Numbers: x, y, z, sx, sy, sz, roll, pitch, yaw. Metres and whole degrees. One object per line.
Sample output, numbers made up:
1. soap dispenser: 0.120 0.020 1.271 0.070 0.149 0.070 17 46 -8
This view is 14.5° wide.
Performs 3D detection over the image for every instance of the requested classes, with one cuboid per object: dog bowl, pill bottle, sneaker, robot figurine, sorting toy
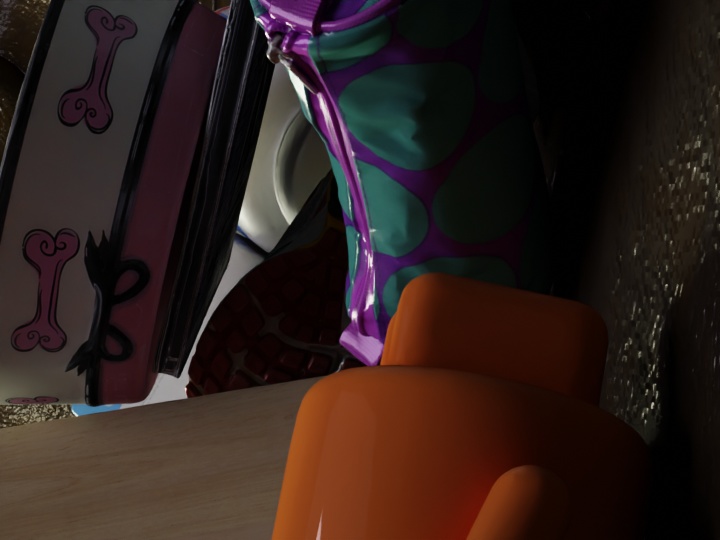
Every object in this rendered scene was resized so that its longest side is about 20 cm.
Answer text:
1. dog bowl: -0.106 -0.033 1.203 0.200 0.073 0.201 -166 90 -90
2. pill bottle: -0.025 -0.062 1.363 0.200 0.112 0.113 -143 56 -67
3. sneaker: 0.000 0.000 1.208 0.200 0.078 0.082 -52 0 13
4. robot figurine: 0.025 0.105 0.866 0.143 0.116 0.201 -5 68 47
5. sorting toy: -0.088 0.157 1.160 0.070 0.199 0.200 54 -147 -48

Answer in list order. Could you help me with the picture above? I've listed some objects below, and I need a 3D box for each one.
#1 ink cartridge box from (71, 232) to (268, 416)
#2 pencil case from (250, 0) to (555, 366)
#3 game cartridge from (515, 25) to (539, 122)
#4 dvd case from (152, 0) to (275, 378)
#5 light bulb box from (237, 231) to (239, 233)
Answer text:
1. ink cartridge box: -0.040 0.066 1.308 0.200 0.068 0.116 36 98 52
2. pencil case: 0.016 -0.053 0.999 0.085 0.092 0.200 38 159 35
3. game cartridge: -0.006 -0.147 1.109 0.040 0.133 0.201 -41 50 29
4. dvd case: -0.051 -0.072 1.200 0.149 0.016 0.201 -73 -3 -70
5. light bulb box: -0.071 -0.041 1.731 0.198 0.124 0.201 -112 26 -74
